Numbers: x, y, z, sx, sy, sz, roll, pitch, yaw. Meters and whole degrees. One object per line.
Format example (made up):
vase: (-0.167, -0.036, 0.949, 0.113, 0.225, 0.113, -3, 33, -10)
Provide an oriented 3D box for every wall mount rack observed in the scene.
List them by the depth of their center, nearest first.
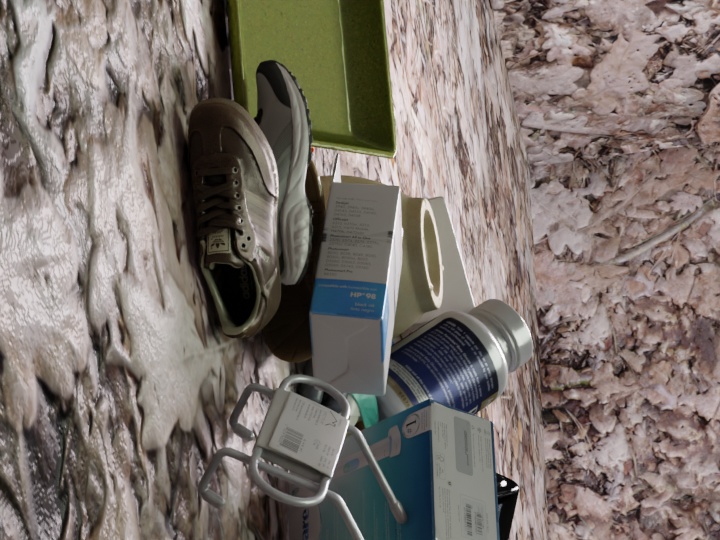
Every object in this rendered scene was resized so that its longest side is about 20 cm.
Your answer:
wall mount rack: (-0.033, 0.169, 1.307, 0.200, 0.174, 0.075, -69, -174, -66)

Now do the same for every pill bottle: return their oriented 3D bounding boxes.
pill bottle: (0.087, 0.112, 1.738, 0.200, 0.111, 0.111, -31, 124, -28)

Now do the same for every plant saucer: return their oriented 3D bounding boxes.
plant saucer: (-0.057, -0.208, 1.543, 0.200, 0.048, 0.200, 5, 76, -45)

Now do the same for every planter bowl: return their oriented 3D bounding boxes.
planter bowl: (0.013, -0.009, 1.717, 0.200, 0.135, 0.200, -6, 90, -78)

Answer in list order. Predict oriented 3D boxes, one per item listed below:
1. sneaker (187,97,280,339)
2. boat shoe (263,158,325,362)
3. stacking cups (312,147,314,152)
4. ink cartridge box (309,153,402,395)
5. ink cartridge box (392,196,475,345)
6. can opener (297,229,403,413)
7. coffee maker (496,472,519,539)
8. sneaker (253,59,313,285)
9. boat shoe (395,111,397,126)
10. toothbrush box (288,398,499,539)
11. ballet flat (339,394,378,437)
sneaker: (-0.103, -0.040, 1.326, 0.076, 0.070, 0.200, -65, 146, -67)
boat shoe: (-0.063, -0.017, 1.515, 0.065, 0.072, 0.200, -66, 153, -76)
stacking cups: (-0.070, -0.137, 1.590, 0.061, 0.060, 0.200, 47, 41, -71)
ink cartridge box: (0.000, 0.000, 1.484, 0.116, 0.067, 0.200, 87, 9, -50)
ink cartridge box: (0.067, 0.010, 1.904, 0.200, 0.084, 0.145, 112, -37, -78)
can opener: (-0.014, 0.042, 1.596, 0.066, 0.053, 0.200, 7, -100, 70)
coffee maker: (0.092, 0.307, 1.742, 0.192, 0.135, 0.200, -19, 120, -70)
sneaker: (-0.084, -0.088, 1.410, 0.074, 0.079, 0.200, 138, -47, -73)
boat shoe: (-0.009, -0.184, 1.879, 0.202, 0.072, 0.060, 50, 36, -59)
toothbrush box: (0.026, 0.222, 1.462, 0.085, 0.200, 0.146, 24, 52, -36)
ballet flat: (-0.014, 0.166, 1.658, 0.070, 0.067, 0.200, -57, 139, -50)
